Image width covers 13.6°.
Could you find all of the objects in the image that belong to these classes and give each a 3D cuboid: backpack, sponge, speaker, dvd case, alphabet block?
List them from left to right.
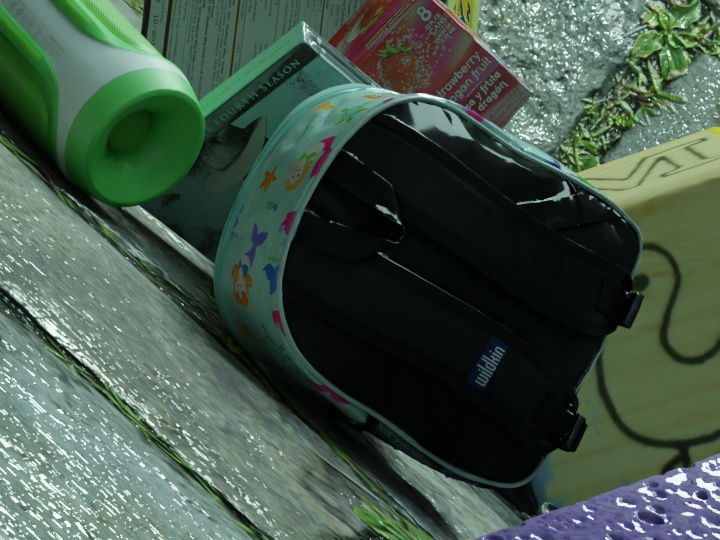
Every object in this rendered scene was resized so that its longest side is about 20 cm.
[{"bbox_3d":[-0.164,-0.118,1.622,0.200,0.089,0.088,46,7,40],"label":"speaker"},{"bbox_3d":[-0.016,-0.036,1.671,0.200,0.146,0.022,40,29,-30],"label":"dvd case"},{"bbox_3d":[0.024,-0.001,1.560,0.200,0.178,0.150,31,-7,-34],"label":"backpack"},{"bbox_3d":[0.178,0.034,1.931,0.196,0.199,0.196,-102,173,-80],"label":"alphabet block"},{"bbox_3d":[0.164,0.146,1.485,0.199,0.030,0.112,-16,41,-30],"label":"sponge"}]

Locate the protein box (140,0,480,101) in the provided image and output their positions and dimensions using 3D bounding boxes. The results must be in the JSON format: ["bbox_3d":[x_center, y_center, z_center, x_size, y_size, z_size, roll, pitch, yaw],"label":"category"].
[{"bbox_3d":[-0.033,-0.138,2.019,0.199,0.136,0.199,7,1,7],"label":"protein box"}]

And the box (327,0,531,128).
[{"bbox_3d":[-0.003,-0.073,1.810,0.095,0.200,0.100,41,5,-17],"label":"box"}]

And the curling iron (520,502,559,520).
[{"bbox_3d":[0.167,0.204,1.739,0.200,0.026,0.050,44,8,24],"label":"curling iron"}]
